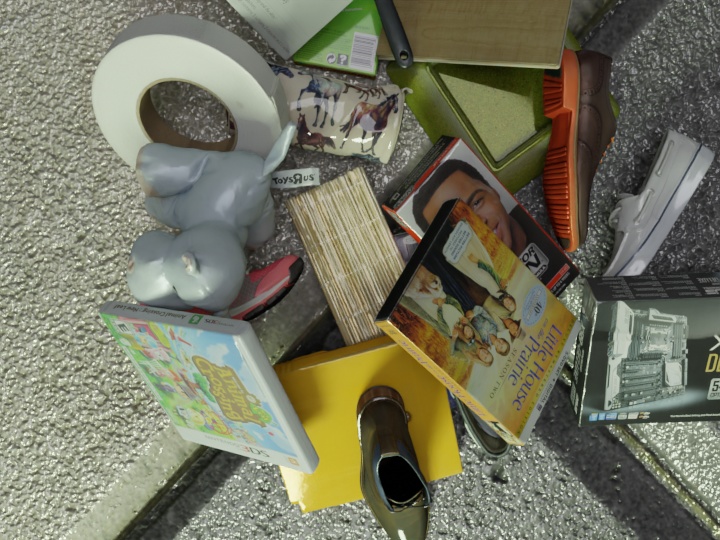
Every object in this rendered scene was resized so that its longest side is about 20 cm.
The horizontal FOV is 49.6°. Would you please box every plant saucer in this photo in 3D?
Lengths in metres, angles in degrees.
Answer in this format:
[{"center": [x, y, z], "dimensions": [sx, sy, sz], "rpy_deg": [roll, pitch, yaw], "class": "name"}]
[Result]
[{"center": [0.159, -0.201, 0.846], "dimensions": [0.198, 0.048, 0.202], "rpy_deg": [-35, 91, 0], "class": "plant saucer"}]

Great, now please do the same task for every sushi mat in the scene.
[{"center": [0.000, 0.000, 0.831], "dimensions": [0.094, 0.012, 0.204], "rpy_deg": [-24, 90, 1], "class": "sushi mat"}]

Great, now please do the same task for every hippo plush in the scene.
[{"center": [-0.141, -0.024, 0.766], "dimensions": [0.195, 0.160, 0.164], "rpy_deg": [-2, 59, 17], "class": "hippo plush"}]

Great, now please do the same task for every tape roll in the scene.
[{"center": [-0.169, -0.158, 0.785], "dimensions": [0.197, 0.205, 0.038], "rpy_deg": [12, 48, 0], "class": "tape roll"}]

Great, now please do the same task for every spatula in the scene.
[{"center": [0.016, -0.305, 0.823], "dimensions": [0.055, 0.021, 0.205], "rpy_deg": [-19, 78, 1], "class": "spatula"}]

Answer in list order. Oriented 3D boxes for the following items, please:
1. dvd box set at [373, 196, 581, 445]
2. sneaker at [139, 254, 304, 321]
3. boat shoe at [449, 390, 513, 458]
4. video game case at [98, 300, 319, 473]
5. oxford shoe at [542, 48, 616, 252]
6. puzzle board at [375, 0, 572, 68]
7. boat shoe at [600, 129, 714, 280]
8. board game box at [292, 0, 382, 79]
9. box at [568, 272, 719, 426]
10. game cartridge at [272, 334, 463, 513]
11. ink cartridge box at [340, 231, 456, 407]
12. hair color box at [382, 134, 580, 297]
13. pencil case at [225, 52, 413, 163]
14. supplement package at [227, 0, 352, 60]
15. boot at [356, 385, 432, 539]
[{"center": [0.121, 0.051, 0.758], "dimensions": [0.200, 0.029, 0.148], "rpy_deg": [42, 67, -20], "class": "dvd box set"}, {"center": [-0.155, 0.025, 0.837], "dimensions": [0.197, 0.074, 0.088], "rpy_deg": [-31, 90, 1], "class": "sneaker"}, {"center": [0.123, 0.102, 0.807], "dimensions": [0.074, 0.061, 0.203], "rpy_deg": [-17, 114, 26], "class": "boat shoe"}, {"center": [-0.146, 0.116, 0.765], "dimensions": [0.178, 0.022, 0.203], "rpy_deg": [6, 135, 30], "class": "video game case"}, {"center": [0.230, -0.122, 0.796], "dimensions": [0.070, 0.071, 0.206], "rpy_deg": [-3, 99, -10], "class": "oxford shoe"}, {"center": [0.123, -0.284, 0.814], "dimensions": [0.195, 0.017, 0.155], "rpy_deg": [9, 76, 22], "class": "puzzle board"}, {"center": [0.302, -0.058, 0.845], "dimensions": [0.065, 0.074, 0.202], "rpy_deg": [33, 85, 10], "class": "boat shoe"}, {"center": [-0.012, -0.321, 0.854], "dimensions": [0.093, 0.030, 0.206], "rpy_deg": [10, 93, -1], "class": "board game box"}, {"center": [0.327, 0.083, 0.817], "dimensions": [0.194, 0.050, 0.161], "rpy_deg": [-1, 120, 0], "class": "box"}, {"center": [0.000, 0.161, 0.833], "dimensions": [0.195, 0.033, 0.180], "rpy_deg": [-13, 112, 2], "class": "game cartridge"}, {"center": [0.044, 0.064, 0.856], "dimensions": [0.097, 0.039, 0.206], "rpy_deg": [-13, 92, -1], "class": "ink cartridge box"}, {"center": [0.127, -0.033, 0.817], "dimensions": [0.200, 0.061, 0.102], "rpy_deg": [43, 91, -17], "class": "hair color box"}, {"center": [-0.046, -0.174, 0.831], "dimensions": [0.194, 0.078, 0.092], "rpy_deg": [11, 108, 0], "class": "pencil case"}, {"center": [-0.064, -0.352, 0.755], "dimensions": [0.199, 0.151, 0.152], "rpy_deg": [-38, 68, 10], "class": "supplement package"}, {"center": [0.035, 0.230, 0.794], "dimensions": [0.073, 0.097, 0.205], "rpy_deg": [-14, 112, 1], "class": "boot"}]
